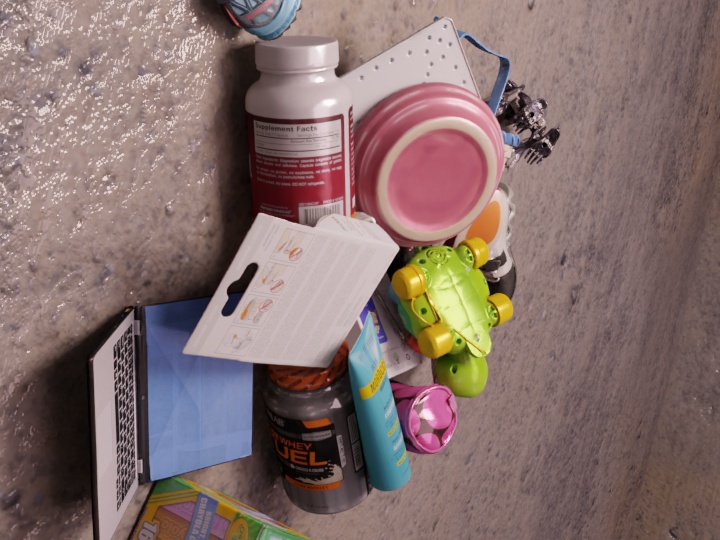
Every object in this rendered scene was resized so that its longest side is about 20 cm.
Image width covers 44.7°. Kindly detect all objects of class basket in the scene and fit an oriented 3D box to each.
[{"bbox_3d":[0.132,-0.197,1.147,0.175,0.138,0.203,4,109,-58],"label":"basket"}]

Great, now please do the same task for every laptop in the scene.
[{"bbox_3d":[-0.171,0.135,0.829,0.200,0.114,0.191,-85,178,-74],"label":"laptop"}]

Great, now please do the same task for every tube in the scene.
[{"bbox_3d":[0.016,0.153,0.976,0.078,0.049,0.203,-68,150,-58],"label":"tube"}]

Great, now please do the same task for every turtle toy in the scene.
[{"bbox_3d":[0.107,0.061,1.086,0.144,0.101,0.203,-21,86,-32],"label":"turtle toy"}]

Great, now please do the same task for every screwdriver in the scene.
[{"bbox_3d":[0.000,0.000,1.061,0.202,0.029,0.028,63,34,-16],"label":"screwdriver"}]

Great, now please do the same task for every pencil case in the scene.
[{"bbox_3d":[0.045,0.176,1.105,0.093,0.199,0.092,-21,99,-28],"label":"pencil case"}]

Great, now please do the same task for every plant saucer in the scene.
[{"bbox_3d":[0.081,-0.112,1.013,0.197,0.051,0.204,-9,122,-15],"label":"plant saucer"}]

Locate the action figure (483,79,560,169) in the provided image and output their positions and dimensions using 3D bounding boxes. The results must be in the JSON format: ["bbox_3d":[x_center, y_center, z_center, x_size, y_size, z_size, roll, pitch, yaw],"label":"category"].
[{"bbox_3d":[0.238,-0.226,1.342,0.120,0.101,0.200,58,8,-15],"label":"action figure"}]

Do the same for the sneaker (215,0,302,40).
[{"bbox_3d":[-0.089,-0.328,0.824,0.095,0.078,0.204,10,89,-51],"label":"sneaker"}]

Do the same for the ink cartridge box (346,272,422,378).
[{"bbox_3d":[0.004,0.037,1.087,0.099,0.039,0.203,-12,80,-54],"label":"ink cartridge box"}]

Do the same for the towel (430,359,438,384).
[{"bbox_3d":[0.136,0.091,1.245,0.201,0.029,0.148,-88,-167,-62],"label":"towel"}]

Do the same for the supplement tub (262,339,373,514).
[{"bbox_3d":[-0.048,0.175,1.033,0.122,0.121,0.203,-40,132,-42],"label":"supplement tub"}]

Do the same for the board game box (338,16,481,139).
[{"bbox_3d":[0.048,-0.161,1.018,0.198,0.026,0.202,-30,125,-2],"label":"board game box"}]

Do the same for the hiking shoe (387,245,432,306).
[{"bbox_3d":[0.063,-0.004,1.178,0.100,0.075,0.204,16,87,-54],"label":"hiking shoe"}]

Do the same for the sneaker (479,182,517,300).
[{"bbox_3d":[0.197,-0.031,1.385,0.088,0.073,0.204,-22,112,-46],"label":"sneaker"}]

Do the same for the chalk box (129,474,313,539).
[{"bbox_3d":[-0.127,0.307,0.889,0.124,0.197,0.125,45,65,-53],"label":"chalk box"}]

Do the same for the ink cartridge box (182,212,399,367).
[{"bbox_3d":[-0.071,0.016,0.867,0.198,0.047,0.161,12,117,-47],"label":"ink cartridge box"}]

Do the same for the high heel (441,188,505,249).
[{"bbox_3d":[0.134,-0.040,1.206,0.066,0.096,0.203,6,121,-21],"label":"high heel"}]

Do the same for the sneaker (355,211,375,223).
[{"bbox_3d":[-0.054,0.010,0.965,0.075,0.088,0.201,42,72,-20],"label":"sneaker"}]

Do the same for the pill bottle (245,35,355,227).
[{"bbox_3d":[-0.062,-0.134,0.906,0.112,0.112,0.204,-28,124,-49],"label":"pill bottle"}]
